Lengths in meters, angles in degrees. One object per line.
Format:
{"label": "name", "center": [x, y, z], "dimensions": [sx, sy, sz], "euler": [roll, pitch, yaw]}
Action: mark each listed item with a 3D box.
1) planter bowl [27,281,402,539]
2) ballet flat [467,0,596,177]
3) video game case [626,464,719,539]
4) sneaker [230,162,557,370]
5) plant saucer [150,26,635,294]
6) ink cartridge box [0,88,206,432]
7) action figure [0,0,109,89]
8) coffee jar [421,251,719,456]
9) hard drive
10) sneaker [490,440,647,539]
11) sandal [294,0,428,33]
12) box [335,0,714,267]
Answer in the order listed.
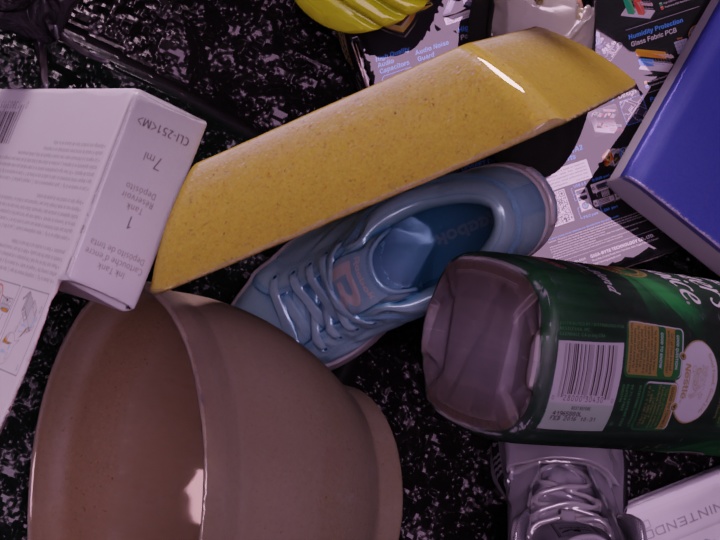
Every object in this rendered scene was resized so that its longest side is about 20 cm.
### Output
{"label": "planter bowl", "center": [-0.064, 0.110, 0.857], "dimensions": [0.134, 0.200, 0.202], "euler": [7, 84, -32]}
{"label": "ballet flat", "center": [0.091, -0.149, 0.894], "dimensions": [0.068, 0.068, 0.201], "euler": [3, 85, -5]}
{"label": "video game case", "center": [0.181, 0.219, 0.941], "dimensions": [0.181, 0.024, 0.201], "euler": [-20, 86, -7]}
{"label": "sneaker", "center": [0.000, 0.000, 0.883], "dimensions": [0.199, 0.082, 0.074], "euler": [-31, 82, 20]}
{"label": "plant saucer", "center": [0.014, -0.060, 0.808], "dimensions": [0.199, 0.200, 0.049], "euler": [-23, 93, 20]}
{"label": "ink cartridge box", "center": [-0.161, -0.001, 0.841], "dimensions": [0.043, 0.200, 0.175], "euler": [24, 83, -30]}
{"label": "action figure", "center": [-0.192, -0.189, 0.903], "dimensions": [0.118, 0.102, 0.201], "euler": [-24, 97, -14]}
{"label": "coffee jar", "center": [0.136, 0.043, 0.842], "dimensions": [0.199, 0.104, 0.086], "euler": [7, 94, -31]}
{"label": "hard drive", "center": [0.229, -0.088, 0.930], "dimensions": [0.132, 0.025, 0.201], "euler": [36, 70, -13]}
{"label": "sneaker", "center": [0.107, 0.117, 0.880], "dimensions": [0.075, 0.115, 0.201], "euler": [-1, 68, 0]}
{"label": "sandal", "center": [0.040, -0.198, 0.872], "dimensions": [0.079, 0.087, 0.200], "euler": [44, 119, -8]}
{"label": "box", "center": [0.104, -0.092, 0.948], "dimensions": [0.199, 0.050, 0.200], "euler": [-19, 86, -7]}
